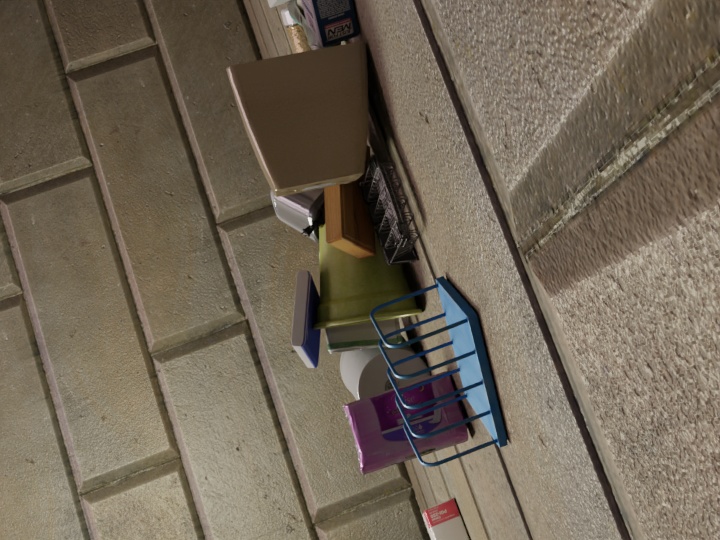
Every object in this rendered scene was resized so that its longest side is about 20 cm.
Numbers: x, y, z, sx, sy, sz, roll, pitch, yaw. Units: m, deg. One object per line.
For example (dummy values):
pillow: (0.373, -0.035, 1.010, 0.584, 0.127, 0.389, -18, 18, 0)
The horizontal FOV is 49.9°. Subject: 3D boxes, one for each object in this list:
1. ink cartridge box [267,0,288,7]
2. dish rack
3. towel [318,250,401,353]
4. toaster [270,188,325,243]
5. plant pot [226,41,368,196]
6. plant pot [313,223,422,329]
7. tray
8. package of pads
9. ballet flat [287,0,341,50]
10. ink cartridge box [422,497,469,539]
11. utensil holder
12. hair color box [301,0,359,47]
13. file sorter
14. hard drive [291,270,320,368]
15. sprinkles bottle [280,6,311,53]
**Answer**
ink cartridge box: (-0.143, -0.565, 1.321, 0.145, 0.086, 0.203, -128, 18, -72)
dish rack: (0.047, -0.094, 1.189, 0.200, 0.054, 0.155, 107, 143, -78)
towel: (-0.002, 0.054, 1.498, 0.031, 0.147, 0.204, -141, 45, -86)
toaster: (-0.082, -0.142, 1.489, 0.128, 0.200, 0.114, 26, 149, 31)
plant pot: (-0.080, -0.213, 1.162, 0.200, 0.197, 0.180, -173, 71, -84)
plant pot: (0.000, 0.000, 1.396, 0.200, 0.197, 0.187, 122, 139, -83)
tray: (-0.018, -0.130, 1.288, 0.098, 0.037, 0.203, 24, -122, -51)
package of pads: (0.077, 0.259, 1.324, 0.076, 0.197, 0.122, 70, -178, -69)
ballet flat: (-0.071, -0.423, 1.291, 0.201, 0.066, 0.064, -114, 35, -43)
ink cartridge box: (0.224, 0.674, 1.889, 0.146, 0.084, 0.202, 84, 165, -68)
utensil holder: (0.051, 0.220, 1.643, 0.200, 0.168, 0.172, -143, 34, -78)
hair color box: (-0.060, -0.427, 1.070, 0.100, 0.060, 0.202, -115, 8, -50)
file sorter: (0.102, 0.139, 1.050, 0.139, 0.121, 0.203, -123, 15, -67)
hard drive: (-0.095, 0.094, 1.416, 0.200, 0.025, 0.134, 78, -166, -72)
sprinkles bottle: (-0.087, -0.394, 1.443, 0.068, 0.067, 0.203, -122, 13, -67)
